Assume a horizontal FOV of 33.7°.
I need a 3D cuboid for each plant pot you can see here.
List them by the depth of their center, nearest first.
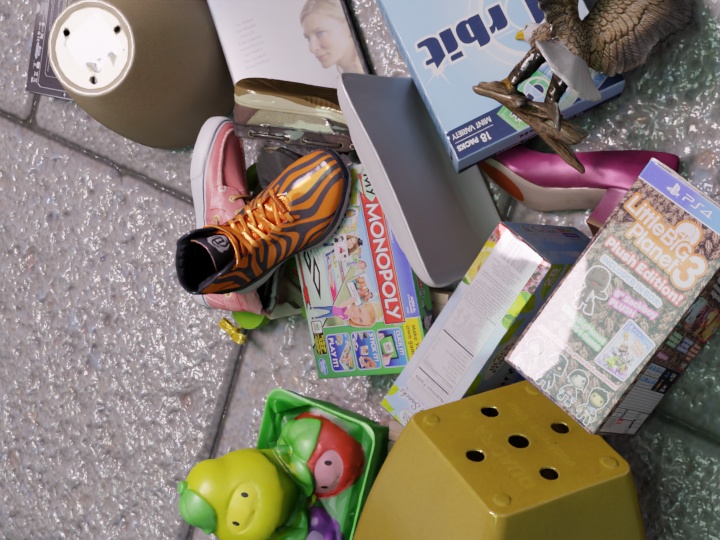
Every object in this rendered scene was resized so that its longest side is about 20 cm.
[{"bbox_3d":[0.121,0.210,0.985,0.200,0.197,0.179,45,139,48],"label":"plant pot"},{"bbox_3d":[-0.240,-0.224,1.241,0.184,0.200,0.191,1,95,12],"label":"plant pot"}]

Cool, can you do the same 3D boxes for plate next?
[{"bbox_3d":[0.058,-0.082,1.083,0.032,0.199,0.202,-28,83,28],"label":"plate"}]

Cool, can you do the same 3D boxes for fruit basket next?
[{"bbox_3d":[-0.073,0.227,1.181,0.154,0.215,0.219,18,100,29],"label":"fruit basket"}]

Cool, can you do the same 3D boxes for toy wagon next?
[{"bbox_3d":[-0.089,-0.012,1.278,0.155,0.039,0.202,39,111,25],"label":"toy wagon"}]

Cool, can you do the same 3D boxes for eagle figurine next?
[{"bbox_3d":[0.182,-0.213,1.008,0.150,0.152,0.202,31,87,30],"label":"eagle figurine"}]

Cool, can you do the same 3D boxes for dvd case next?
[{"bbox_3d":[-0.079,-0.255,1.247,0.141,0.018,0.203,-20,81,8],"label":"dvd case"}]

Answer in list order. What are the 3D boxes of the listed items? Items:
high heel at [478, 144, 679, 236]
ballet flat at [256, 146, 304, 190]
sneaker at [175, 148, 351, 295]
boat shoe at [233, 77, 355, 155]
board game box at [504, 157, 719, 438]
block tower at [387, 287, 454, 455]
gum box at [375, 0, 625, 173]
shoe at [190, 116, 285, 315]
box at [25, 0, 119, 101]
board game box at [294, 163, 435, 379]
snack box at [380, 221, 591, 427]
[{"bbox_3d":[0.195,-0.099,1.104,0.199,0.068,0.097,33,80,30],"label":"high heel"},{"bbox_3d":[-0.027,-0.067,1.206,0.199,0.057,0.067,33,124,23],"label":"ballet flat"},{"bbox_3d":[-0.097,-0.035,1.117,0.200,0.112,0.078,-45,75,27],"label":"sneaker"},{"bbox_3d":[-0.032,-0.145,1.199,0.197,0.073,0.066,14,117,3],"label":"boat shoe"},{"bbox_3d":[0.234,0.030,0.990,0.097,0.159,0.201,40,98,24],"label":"board game box"},{"bbox_3d":[0.066,0.119,1.176,0.057,0.054,0.204,10,97,31],"label":"block tower"},{"bbox_3d":[0.123,-0.218,1.098,0.168,0.045,0.202,-24,78,0],"label":"gum box"},{"bbox_3d":[-0.123,-0.055,1.237,0.090,0.071,0.204,9,101,29],"label":"shoe"},{"bbox_3d":[-0.311,-0.297,1.400,0.156,0.048,0.204,13,98,29],"label":"box"},{"bbox_3d":[0.000,0.000,1.149,0.133,0.029,0.204,-7,97,36],"label":"board game box"},{"bbox_3d":[0.128,0.056,1.070,0.068,0.168,0.202,40,110,26],"label":"snack box"}]
